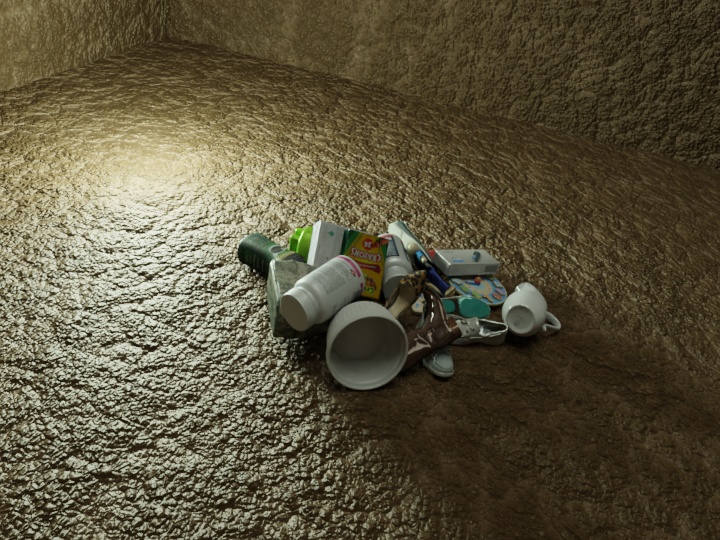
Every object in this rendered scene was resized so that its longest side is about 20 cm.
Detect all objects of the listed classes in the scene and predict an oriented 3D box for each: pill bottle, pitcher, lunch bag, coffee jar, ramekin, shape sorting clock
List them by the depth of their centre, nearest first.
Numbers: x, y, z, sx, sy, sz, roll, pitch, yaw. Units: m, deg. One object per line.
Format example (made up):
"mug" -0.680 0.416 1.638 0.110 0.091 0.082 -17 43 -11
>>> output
"ramekin" 0.009 0.170 1.397 0.194 0.205 0.106 0 25 -13
"pill bottle" -0.090 0.054 1.404 0.112 0.116 0.198 30 43 29
"lunch bag" -0.154 0.077 1.536 0.163 0.142 0.202 0 37 -17
"pitcher" 0.485 0.126 1.646 0.170 0.123 0.199 38 24 13
"coffee jar" -0.260 -0.032 1.717 0.197 0.087 0.104 27 34 26
"pill bottle" 0.092 -0.008 1.738 0.116 0.122 0.202 2 34 -10
"shape sorting clock" 0.355 0.041 1.788 0.194 0.040 0.201 11 29 -6

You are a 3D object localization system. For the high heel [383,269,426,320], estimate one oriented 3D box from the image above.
"high heel" 0.102 0.090 1.544 0.071 0.201 0.143 39 34 -1

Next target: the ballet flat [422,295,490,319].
"ballet flat" 0.263 0.108 1.637 0.194 0.071 0.070 2 34 -12

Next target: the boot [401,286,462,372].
"boot" 0.137 0.151 1.504 0.197 0.065 0.188 -30 44 -2

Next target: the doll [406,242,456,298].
"doll" 0.201 0.000 1.730 0.048 0.137 0.201 -36 70 -7

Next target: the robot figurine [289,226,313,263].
"robot figurine" -0.117 -0.062 1.767 0.195 0.118 0.177 16 35 9

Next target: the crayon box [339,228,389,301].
"crayon box" 0.000 0.000 1.623 0.124 0.206 0.051 12 -5 -20

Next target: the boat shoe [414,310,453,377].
"boat shoe" 0.192 0.191 1.521 0.072 0.066 0.204 0 36 -12

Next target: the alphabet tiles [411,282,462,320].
"alphabet tiles" 0.242 0.104 1.706 0.194 0.015 0.198 7 35 -4

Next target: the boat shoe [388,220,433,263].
"boat shoe" 0.169 -0.085 1.826 0.061 0.074 0.200 -24 56 -31

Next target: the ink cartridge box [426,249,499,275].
"ink cartridge box" 0.309 -0.044 1.845 0.195 0.046 0.176 -1 29 -28

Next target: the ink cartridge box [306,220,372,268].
"ink cartridge box" -0.045 -0.049 1.673 0.195 0.140 0.076 13 -5 -18

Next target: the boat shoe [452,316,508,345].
"boat shoe" 0.304 0.156 1.586 0.194 0.070 0.072 2 51 -10
